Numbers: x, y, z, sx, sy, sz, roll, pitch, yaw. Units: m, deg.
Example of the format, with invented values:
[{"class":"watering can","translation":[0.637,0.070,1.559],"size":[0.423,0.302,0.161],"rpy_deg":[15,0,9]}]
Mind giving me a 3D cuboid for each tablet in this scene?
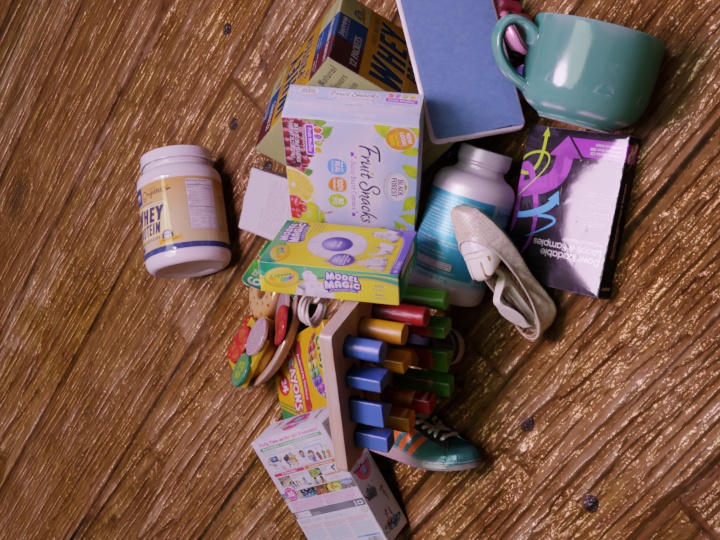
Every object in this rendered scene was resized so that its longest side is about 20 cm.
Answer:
[{"class":"tablet","translation":[0.124,-0.262,1.177],"size":[0.014,0.130,0.201],"rpy_deg":[146,112,-73]}]

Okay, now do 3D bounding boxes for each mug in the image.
[{"class":"mug","translation":[0.252,-0.231,1.110],"size":[0.185,0.152,0.115],"rpy_deg":[18,102,24]}]

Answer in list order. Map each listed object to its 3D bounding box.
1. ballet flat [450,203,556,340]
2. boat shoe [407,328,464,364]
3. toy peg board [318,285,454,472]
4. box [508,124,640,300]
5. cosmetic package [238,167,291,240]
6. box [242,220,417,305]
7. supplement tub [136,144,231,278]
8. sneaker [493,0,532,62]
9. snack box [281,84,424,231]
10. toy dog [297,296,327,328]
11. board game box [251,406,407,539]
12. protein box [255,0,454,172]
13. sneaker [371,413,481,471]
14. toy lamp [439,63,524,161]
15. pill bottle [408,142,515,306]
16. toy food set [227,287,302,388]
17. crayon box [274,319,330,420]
[{"class":"ballet flat","translation":[0.173,0.005,1.158],"size":[0.200,0.062,0.067],"rpy_deg":[47,147,-16]},{"class":"boat shoe","translation":[0.051,0.089,1.327],"size":[0.200,0.063,0.073],"rpy_deg":[14,98,41]},{"class":"toy peg board","translation":[0.044,0.117,1.165],"size":[0.098,0.199,0.201],"rpy_deg":[7,121,23]},{"class":"box","translation":[0.260,-0.075,1.177],"size":[0.143,0.036,0.201],"rpy_deg":[14,98,40]},{"class":"cosmetic package","translation":[-0.092,-0.086,1.456],"size":[0.200,0.071,0.102],"rpy_deg":[22,102,39]},{"class":"box","translation":[-0.038,-0.014,1.156],"size":[0.199,0.117,0.049],"rpy_deg":[4,120,13]},{"class":"supplement tub","translation":[-0.300,-0.097,1.588],"size":[0.144,0.144,0.201],"rpy_deg":[-19,75,38]},{"class":"sneaker","translation":[0.161,-0.352,1.262],"size":[0.095,0.079,0.200],"rpy_deg":[-41,61,44]},{"class":"snack box","translation":[-0.007,-0.134,1.191],"size":[0.168,0.200,0.068],"rpy_deg":[6,52,5]},{"class":"toy dog","translation":[0.000,0.000,1.302],"size":[0.096,0.200,0.132],"rpy_deg":[3,105,31]},{"class":"board game box","translation":[-0.045,0.301,1.343],"size":[0.147,0.064,0.200],"rpy_deg":[-22,101,37]},{"class":"protein box","translation":[0.002,-0.215,1.252],"size":[0.199,0.200,0.135],"rpy_deg":[-42,29,45]},{"class":"sneaker","translation":[0.080,0.220,1.289],"size":[0.200,0.071,0.080],"rpy_deg":[7,96,42]},{"class":"toy lamp","translation":[0.178,-0.214,1.243],"size":[0.200,0.058,0.058],"rpy_deg":[-34,66,36]},{"class":"pill bottle","translation":[0.135,-0.062,1.233],"size":[0.111,0.111,0.201],"rpy_deg":[26,105,39]},{"class":"toy food set","translation":[-0.150,0.087,1.461],"size":[0.200,0.049,0.198],"rpy_deg":[-62,25,7]},{"class":"crayon box","translation":[-0.058,0.149,1.396],"size":[0.200,0.051,0.127],"rpy_deg":[-34,65,49]}]
